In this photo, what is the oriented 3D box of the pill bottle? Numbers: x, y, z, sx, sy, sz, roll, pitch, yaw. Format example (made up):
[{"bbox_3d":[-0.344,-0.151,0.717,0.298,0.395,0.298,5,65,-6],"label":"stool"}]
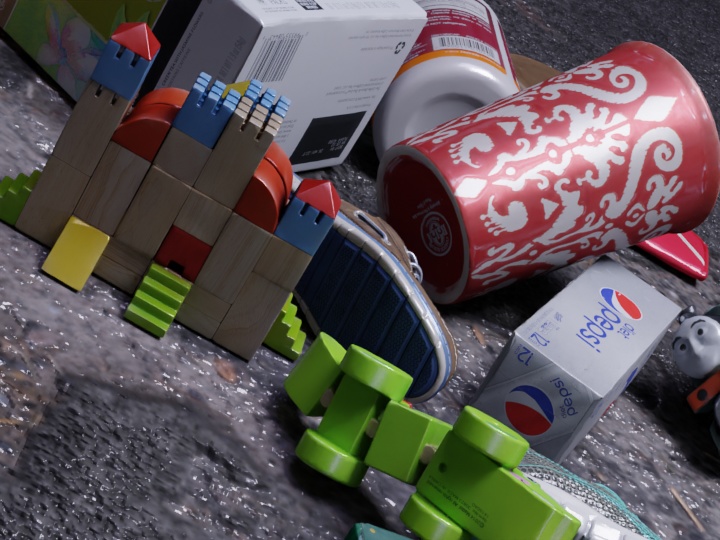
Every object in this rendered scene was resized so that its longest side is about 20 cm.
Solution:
[{"bbox_3d":[0.059,-0.144,1.349,0.112,0.113,0.201,25,27,-16],"label":"pill bottle"}]

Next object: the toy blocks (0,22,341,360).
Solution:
[{"bbox_3d":[-0.090,-0.049,0.983,0.199,0.137,0.100,30,25,-6],"label":"toy blocks"}]

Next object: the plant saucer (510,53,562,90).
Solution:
[{"bbox_3d":[0.184,-0.128,1.538,0.199,0.030,0.200,28,19,-11],"label":"plant saucer"}]

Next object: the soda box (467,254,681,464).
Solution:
[{"bbox_3d":[0.140,0.055,1.148,0.068,0.064,0.200,36,25,10],"label":"soda box"}]

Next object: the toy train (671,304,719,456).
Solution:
[{"bbox_3d":[0.284,0.073,1.240,0.199,0.085,0.115,1,50,-51],"label":"toy train"}]

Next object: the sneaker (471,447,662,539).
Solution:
[{"bbox_3d":[0.139,0.154,0.967,0.199,0.078,0.091,35,22,1],"label":"sneaker"}]

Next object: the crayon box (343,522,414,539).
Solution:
[{"bbox_3d":[0.077,0.202,0.822,0.198,0.059,0.119,23,27,-21],"label":"crayon box"}]

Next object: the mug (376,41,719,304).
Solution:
[{"bbox_3d":[0.118,-0.044,1.201,0.198,0.179,0.134,-21,53,-28],"label":"mug"}]

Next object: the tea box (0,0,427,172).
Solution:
[{"bbox_3d":[-0.100,-0.170,1.186,0.197,0.134,0.199,42,27,20],"label":"tea box"}]

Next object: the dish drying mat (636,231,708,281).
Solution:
[{"bbox_3d":[0.196,-0.058,1.463,0.199,0.018,0.077,32,26,-2],"label":"dish drying mat"}]

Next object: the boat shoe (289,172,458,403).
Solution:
[{"bbox_3d":[0.000,0.000,1.075,0.072,0.073,0.200,1,40,-50],"label":"boat shoe"}]

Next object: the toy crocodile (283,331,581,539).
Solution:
[{"bbox_3d":[0.032,0.093,0.922,0.199,0.068,0.062,29,3,37],"label":"toy crocodile"}]
